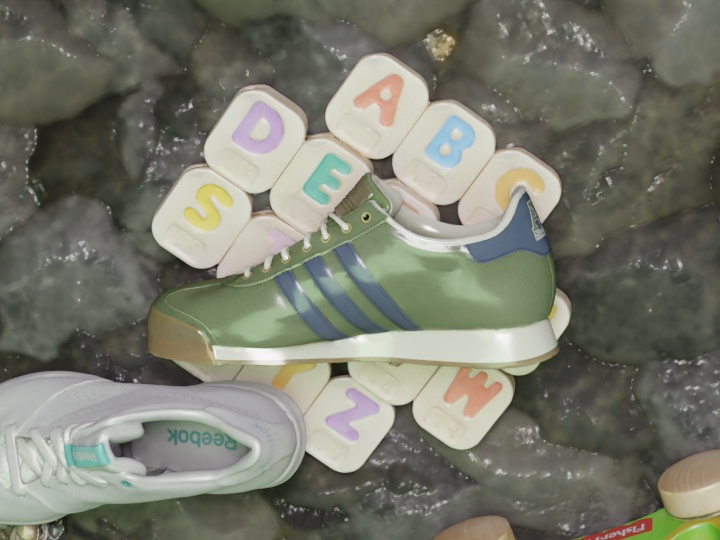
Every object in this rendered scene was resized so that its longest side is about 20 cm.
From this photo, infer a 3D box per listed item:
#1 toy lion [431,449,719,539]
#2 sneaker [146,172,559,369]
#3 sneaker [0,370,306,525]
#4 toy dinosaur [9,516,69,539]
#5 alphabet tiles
[{"bbox_3d":[0.101,0.173,1.392,0.199,0.192,0.069,-18,108,12],"label":"toy lion"},{"bbox_3d":[-0.004,-0.004,1.395,0.199,0.067,0.090,1,103,6],"label":"sneaker"},{"bbox_3d":[-0.131,0.087,1.432,0.199,0.088,0.076,-8,92,11],"label":"sneaker"},{"bbox_3d":[-0.219,0.188,1.513,0.088,0.048,0.201,22,115,-9],"label":"toy dinosaur"},{"bbox_3d":[0.000,0.000,1.434,0.199,0.015,0.196,35,110,-6],"label":"alphabet tiles"}]
